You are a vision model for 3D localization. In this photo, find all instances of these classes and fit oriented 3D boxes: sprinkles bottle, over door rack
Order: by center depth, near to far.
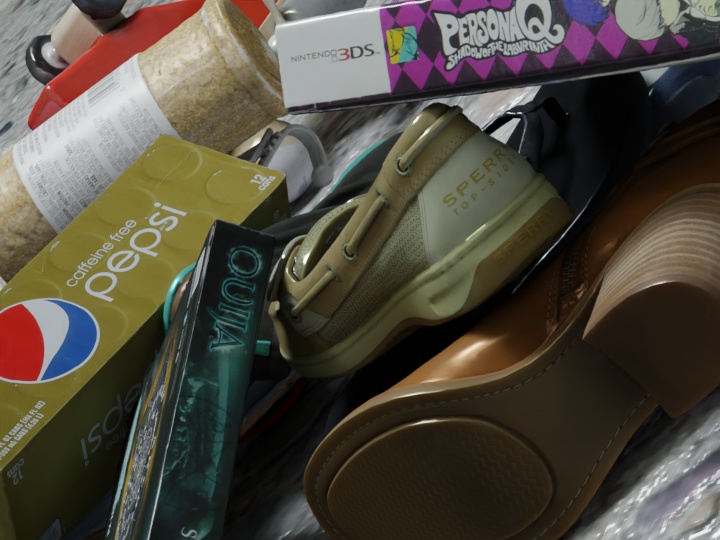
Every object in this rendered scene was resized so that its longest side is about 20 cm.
[{"bbox_3d":[-0.105,0.021,1.359,0.147,0.067,0.200,-30,12,43],"label":"over door rack"},{"bbox_3d":[-0.127,-0.049,1.362,0.199,0.068,0.068,-35,19,11],"label":"sprinkles bottle"}]

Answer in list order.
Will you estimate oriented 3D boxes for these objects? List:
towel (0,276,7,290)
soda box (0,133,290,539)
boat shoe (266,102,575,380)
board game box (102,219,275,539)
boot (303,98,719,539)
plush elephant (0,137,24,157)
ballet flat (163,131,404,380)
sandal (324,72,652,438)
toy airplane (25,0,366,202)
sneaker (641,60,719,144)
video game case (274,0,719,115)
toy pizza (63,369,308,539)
[{"bbox_3d":[-0.201,0.056,1.265,0.133,0.034,0.200,-49,37,0],"label":"towel"},{"bbox_3d":[-0.107,0.031,1.153,0.067,0.064,0.200,19,46,27],"label":"soda box"},{"bbox_3d":[0.008,-0.011,1.010,0.073,0.063,0.201,-42,5,-19],"label":"boat shoe"},{"bbox_3d":[-0.073,0.100,1.016,0.136,0.028,0.201,117,166,-52],"label":"board game box"},{"bbox_3d":[0.078,0.019,0.986,0.199,0.074,0.155,-31,16,33],"label":"boot"},{"bbox_3d":[-0.240,-0.017,1.591,0.200,0.164,0.156,-121,37,-57],"label":"plush elephant"},{"bbox_3d":[0.000,0.000,1.178,0.068,0.068,0.200,14,31,30],"label":"ballet flat"},{"bbox_3d":[0.048,-0.009,1.092,0.076,0.043,0.201,8,62,57],"label":"sandal"},{"bbox_3d":[-0.059,-0.096,1.476,0.198,0.142,0.200,-32,-18,4],"label":"toy airplane"},{"bbox_3d":[0.118,-0.125,1.181,0.070,0.082,0.201,-28,28,39],"label":"sneaker"},{"bbox_3d":[0.098,-0.087,0.978,0.180,0.036,0.200,-7,4,32],"label":"video game case"},{"bbox_3d":[-0.092,0.083,1.231,0.200,0.032,0.200,-34,10,7],"label":"toy pizza"}]
